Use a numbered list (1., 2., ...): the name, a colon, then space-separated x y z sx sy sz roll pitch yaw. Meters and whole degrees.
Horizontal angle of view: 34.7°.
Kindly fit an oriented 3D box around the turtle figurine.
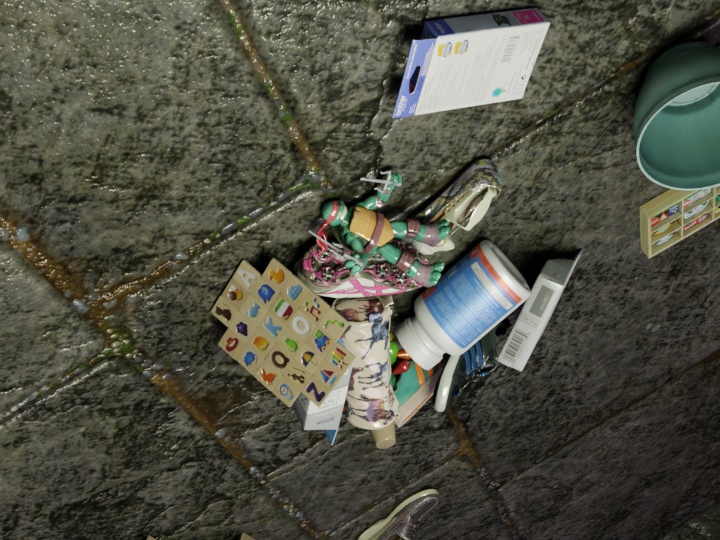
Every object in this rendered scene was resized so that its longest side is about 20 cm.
1. turtle figurine: 0.021 -0.057 1.523 0.198 0.100 0.151 22 80 -24

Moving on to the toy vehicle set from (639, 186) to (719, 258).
1. toy vehicle set: 0.560 -0.111 1.934 0.198 0.027 0.125 -30 145 -3

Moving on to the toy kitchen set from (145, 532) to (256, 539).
1. toy kitchen set: -0.315 0.540 2.032 0.199 0.181 0.164 33 114 -10

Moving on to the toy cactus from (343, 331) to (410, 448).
1. toy cactus: 0.028 0.197 1.785 0.101 0.167 0.200 10 140 -31

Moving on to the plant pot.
1. plant pot: 0.466 -0.229 1.597 0.197 0.135 0.202 -3 140 -3

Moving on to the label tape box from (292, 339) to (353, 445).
1. label tape box: -0.080 0.147 1.658 0.065 0.144 0.201 -13 142 -25

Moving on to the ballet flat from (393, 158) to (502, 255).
1. ballet flat: 0.121 -0.070 1.612 0.200 0.072 0.072 -44 144 17

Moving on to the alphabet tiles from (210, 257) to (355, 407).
1. alphabet tiles: -0.105 0.084 1.536 0.167 0.199 0.006 -55 171 31

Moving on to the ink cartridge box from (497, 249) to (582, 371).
1. ink cartridge box: 0.290 0.053 1.846 0.200 0.057 0.164 -51 165 -65

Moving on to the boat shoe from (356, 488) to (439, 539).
1. boat shoe: 0.083 0.515 2.311 0.199 0.065 0.072 -37 144 6

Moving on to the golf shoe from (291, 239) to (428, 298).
1. golf shoe: 0.000 0.000 1.603 0.197 0.074 0.092 3 161 -22

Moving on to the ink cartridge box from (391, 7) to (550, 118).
1. ink cartridge box: 0.128 -0.254 1.412 0.198 0.042 0.120 -15 142 -27

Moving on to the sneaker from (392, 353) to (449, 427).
1. sneaker: 0.102 0.160 1.886 0.200 0.080 0.072 -43 167 -21

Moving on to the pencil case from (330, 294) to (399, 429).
1. pencil case: 0.011 0.131 1.650 0.088 0.078 0.202 -5 119 3

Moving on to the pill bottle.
1. pill bottle: 0.151 0.057 1.752 0.200 0.113 0.112 -41 145 13

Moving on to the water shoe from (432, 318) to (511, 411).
1. water shoe: 0.179 0.142 1.823 0.072 0.078 0.201 106 10 -63
